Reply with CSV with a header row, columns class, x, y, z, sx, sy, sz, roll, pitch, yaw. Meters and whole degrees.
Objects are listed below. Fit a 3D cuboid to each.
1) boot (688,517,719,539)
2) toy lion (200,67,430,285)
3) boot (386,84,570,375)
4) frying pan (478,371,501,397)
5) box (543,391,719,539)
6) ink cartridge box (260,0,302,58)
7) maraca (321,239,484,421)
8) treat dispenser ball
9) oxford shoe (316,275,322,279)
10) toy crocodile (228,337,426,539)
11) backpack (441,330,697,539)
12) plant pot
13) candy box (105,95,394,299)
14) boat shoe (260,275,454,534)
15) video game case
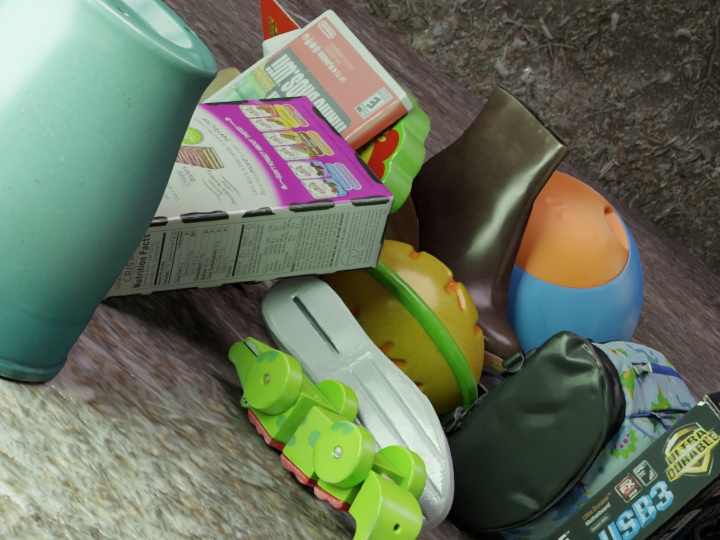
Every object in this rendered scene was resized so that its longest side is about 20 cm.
class,x,y,z,sx,sy,sz,roll,pitch,yaw
boot,0.227,0.223,1.540,0.070,0.132,0.200,42,11,12
toy lion,-0.034,-0.088,1.664,0.069,0.192,0.200,40,37,-38
boot,0.103,-0.033,1.757,0.072,0.166,0.200,25,22,-43
frying pan,0.098,0.117,1.766,0.115,0.031,0.190,60,-12,-14
box,0.197,0.152,1.475,0.050,0.200,0.198,51,22,15
ink cartridge box,-0.054,-0.111,1.872,0.174,0.044,0.200,49,-27,43
maraca,0.039,0.058,1.659,0.137,0.107,0.200,29,-24,55
treat dispenser ball,0.134,0.013,1.899,0.201,0.201,0.201,38,11,-8
oxford shoe,0.000,0.000,1.753,0.074,0.071,0.200,48,-3,12
toy crocodile,-0.023,0.105,1.381,0.067,0.062,0.200,29,11,-46
backpack,0.162,0.120,1.605,0.154,0.163,0.200,47,20,11
plant pot,-0.181,-0.077,1.206,0.200,0.188,0.200,39,10,-8
candy box,-0.099,-0.050,1.479,0.200,0.061,0.136,-5,36,-29
boat shoe,0.003,0.090,1.474,0.200,0.072,0.071,60,-8,28
video game case,-0.072,-0.095,1.640,0.017,0.200,0.143,54,-1,-40
